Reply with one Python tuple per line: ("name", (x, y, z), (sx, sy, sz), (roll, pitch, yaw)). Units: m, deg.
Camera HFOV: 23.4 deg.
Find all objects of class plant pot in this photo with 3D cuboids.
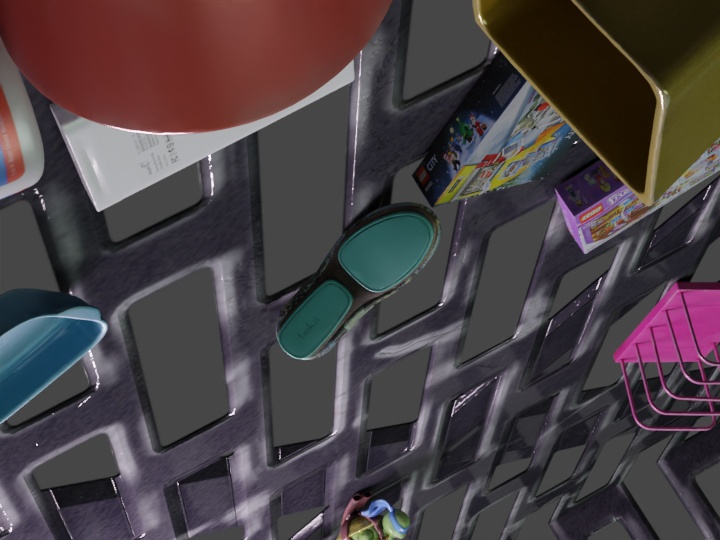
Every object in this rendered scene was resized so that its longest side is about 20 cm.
("plant pot", (0.208, -0.203, 1.162), (0.200, 0.196, 0.194), (-39, 162, -7))
("plant pot", (-0.087, -0.189, 0.765), (0.200, 0.201, 0.177), (-28, 151, -10))

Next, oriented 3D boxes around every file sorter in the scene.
("file sorter", (0.455, 0.119, 2.332), (0.139, 0.126, 0.200), (1, 149, -20))

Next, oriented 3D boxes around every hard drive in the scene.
("hard drive", (-0.098, -0.117, 1.136), (0.200, 0.026, 0.132), (-29, 161, -9))

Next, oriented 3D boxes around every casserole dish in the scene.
("casserole dish", (-0.280, 0.072, 1.306), (0.200, 0.039, 0.121), (-39, 159, 18))

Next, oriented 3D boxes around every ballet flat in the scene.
("ballet flat", (0.000, 0.000, 1.533), (0.200, 0.074, 0.074), (-40, 159, 28))

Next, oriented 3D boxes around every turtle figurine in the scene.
("turtle figurine", (0.004, 0.410, 2.355), (0.194, 0.144, 0.200), (-22, 124, 28))

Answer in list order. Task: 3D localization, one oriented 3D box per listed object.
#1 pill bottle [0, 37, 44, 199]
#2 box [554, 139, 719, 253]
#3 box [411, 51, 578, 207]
("pill bottle", (-0.273, -0.060, 0.885), (0.200, 0.112, 0.112), (-24, 160, -20))
("box", (0.294, -0.101, 1.743), (0.200, 0.039, 0.137), (-32, 161, 2))
("box", (0.143, -0.136, 1.434), (0.136, 0.038, 0.200), (-16, 155, -37))
